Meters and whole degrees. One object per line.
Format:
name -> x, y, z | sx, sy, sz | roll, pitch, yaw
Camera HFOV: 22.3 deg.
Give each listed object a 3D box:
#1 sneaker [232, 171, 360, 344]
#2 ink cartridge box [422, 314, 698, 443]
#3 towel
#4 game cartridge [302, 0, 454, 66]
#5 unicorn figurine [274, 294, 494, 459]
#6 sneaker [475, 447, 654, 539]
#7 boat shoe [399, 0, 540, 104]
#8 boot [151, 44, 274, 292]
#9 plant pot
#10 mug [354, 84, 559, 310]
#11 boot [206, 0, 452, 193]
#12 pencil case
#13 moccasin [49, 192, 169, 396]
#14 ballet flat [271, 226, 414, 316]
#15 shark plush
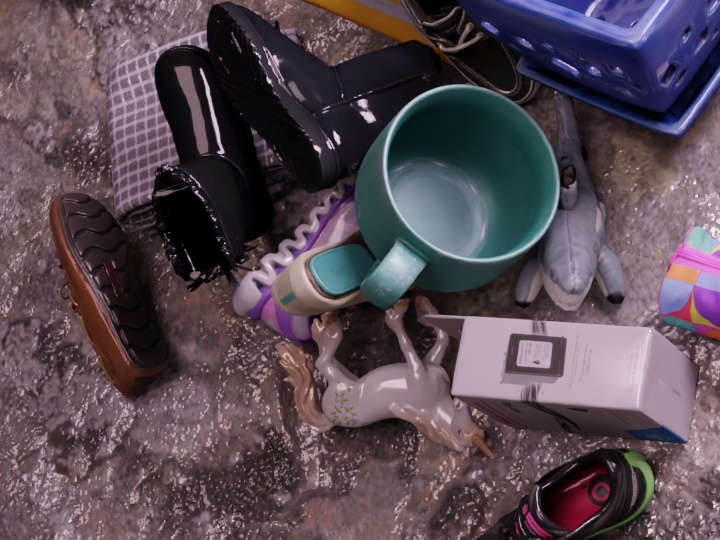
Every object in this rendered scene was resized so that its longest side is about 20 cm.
sneaker -> -0.017, -0.013, 1.605 | 0.088, 0.081, 0.200 | 42, 85, 13
ink cartridge box -> 0.152, 0.085, 1.444 | 0.199, 0.116, 0.067 | 3, 74, 31
towel -> -0.145, -0.139, 1.716 | 0.199, 0.085, 0.167 | -18, 65, 23
game cartridge -> 0.050, -0.279, 1.585 | 0.199, 0.032, 0.177 | 24, 125, 5
unicorn figurine -> 0.031, 0.094, 1.533 | 0.199, 0.074, 0.139 | -11, 89, 33
sneaker -> 0.136, 0.202, 1.429 | 0.200, 0.084, 0.077 | -44, 56, 8
boat shoe -> 0.078, -0.214, 1.561 | 0.071, 0.200, 0.064 | -34, 16, 31
boot -> -0.140, -0.088, 1.566 | 0.073, 0.163, 0.200 | -18, 101, 18
plant pot -> 0.216, -0.232, 1.474 | 0.199, 0.180, 0.201 | 27, 76, 34
mug -> 0.058, -0.055, 1.483 | 0.184, 0.114, 0.153 | -17, 78, -22
boot -> -0.020, -0.167, 1.584 | 0.201, 0.167, 0.077 | 54, 145, 21
pencil case -> 0.325, 0.028, 1.387 | 0.199, 0.088, 0.089 | 16, 80, 34
moccasin -> -0.242, 0.020, 1.711 | 0.078, 0.073, 0.202 | -41, 74, 44
ballet flat -> 0.000, 0.000, 1.535 | 0.069, 0.199, 0.070 | 10, 106, 38
shark plush -> 0.181, -0.055, 1.500 | 0.090, 0.083, 0.201 | 8, 64, 15
